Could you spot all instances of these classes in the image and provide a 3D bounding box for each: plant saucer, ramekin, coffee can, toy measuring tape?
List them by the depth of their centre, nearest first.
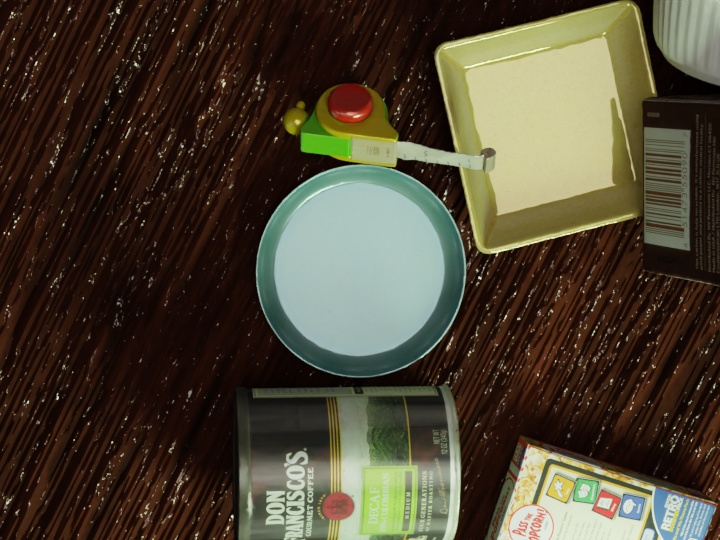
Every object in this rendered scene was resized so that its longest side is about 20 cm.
[{"bbox_3d":[0.357,-0.239,1.523,0.199,0.201,0.106,1,120,-6],"label":"ramekin"},{"bbox_3d":[-0.017,0.179,1.551,0.198,0.146,0.147,-1,96,-6],"label":"coffee can"},{"bbox_3d":[0.028,-0.133,1.552,0.199,0.074,0.074,7,96,4],"label":"toy measuring tape"},{"bbox_3d":[0.181,-0.135,1.587,0.199,0.048,0.201,-14,97,-5],"label":"plant saucer"},{"bbox_3d":[0.000,0.000,1.593,0.199,0.027,0.202,-1,96,-5],"label":"plant saucer"}]

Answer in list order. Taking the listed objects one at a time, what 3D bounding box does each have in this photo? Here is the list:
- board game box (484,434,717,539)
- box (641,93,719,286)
[{"bbox_3d":[0.226,0.263,1.636,0.199,0.046,0.152,19,94,-8],"label":"board game box"},{"bbox_3d":[0.380,-0.078,1.529,0.199,0.164,0.167,-6,98,-24],"label":"box"}]
